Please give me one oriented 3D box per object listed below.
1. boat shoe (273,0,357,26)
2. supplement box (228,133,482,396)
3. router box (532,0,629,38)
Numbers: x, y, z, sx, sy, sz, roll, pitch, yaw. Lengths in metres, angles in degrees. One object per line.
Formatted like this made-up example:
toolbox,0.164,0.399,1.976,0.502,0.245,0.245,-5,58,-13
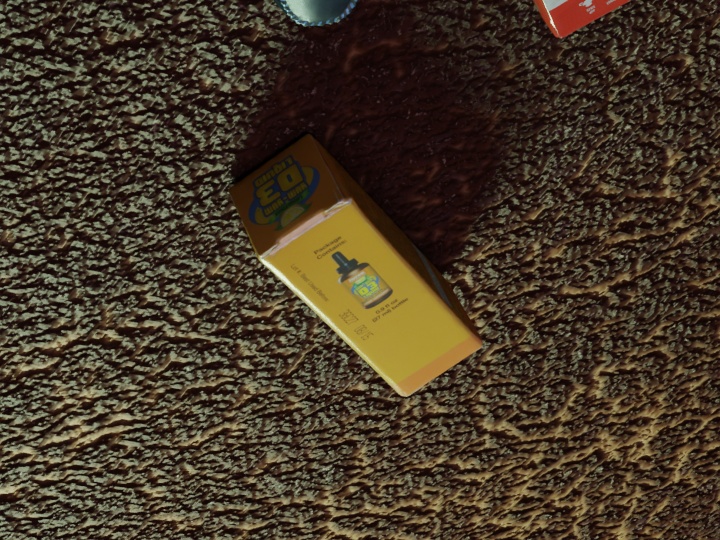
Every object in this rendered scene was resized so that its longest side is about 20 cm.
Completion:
boat shoe,-0.029,-0.189,1.002,0.084,0.069,0.200,-20,142,-7
supplement box,0.000,0.000,1.244,0.066,0.069,0.200,-33,144,8
router box,0.158,-0.237,1.068,0.200,0.049,0.180,-29,143,4
